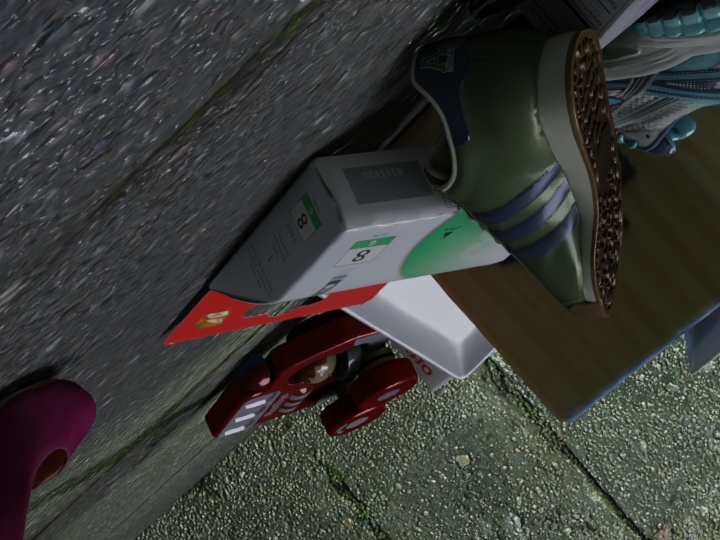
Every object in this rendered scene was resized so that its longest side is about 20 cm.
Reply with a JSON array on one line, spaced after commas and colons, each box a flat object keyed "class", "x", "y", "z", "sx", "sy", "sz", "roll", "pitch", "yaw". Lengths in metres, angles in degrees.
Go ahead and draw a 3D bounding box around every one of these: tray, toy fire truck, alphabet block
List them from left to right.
[{"class": "toy fire truck", "x": -0.052, "y": 0.098, "z": 1.551, "sx": 0.167, "sy": 0.113, "sz": 0.200, "roll": -18, "pitch": 164, "yaw": -29}, {"class": "tray", "x": 0.050, "y": 0.003, "z": 1.147, "sx": 0.107, "sy": 0.022, "sz": 0.200, "roll": -46, "pitch": 136, "yaw": 11}, {"class": "alphabet block", "x": 0.156, "y": -0.062, "z": 1.008, "sx": 0.196, "sy": 0.200, "sz": 0.195, "roll": -44, "pitch": 175, "yaw": 35}, {"class": "tray", "x": 0.240, "y": 0.012, "z": 1.009, "sx": 0.107, "sy": 0.022, "sz": 0.200, "roll": -43, "pitch": 176, "yaw": 10}]

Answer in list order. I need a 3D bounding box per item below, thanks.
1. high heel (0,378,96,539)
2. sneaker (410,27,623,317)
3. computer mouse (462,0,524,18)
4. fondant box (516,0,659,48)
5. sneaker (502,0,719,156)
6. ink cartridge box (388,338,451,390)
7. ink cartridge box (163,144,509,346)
[{"class": "high heel", "x": -0.149, "y": 0.113, "z": 0.676, "sx": 0.067, "sy": 0.096, "sz": 0.200, "roll": -43, "pitch": 176, "yaw": 28}, {"class": "sneaker", "x": 0.077, "y": -0.049, "z": 0.796, "sx": 0.201, "sy": 0.089, "sz": 0.068, "roll": 69, "pitch": 33, "yaw": -54}, {"class": "computer mouse", "x": 0.084, "y": -0.148, "z": 0.641, "sx": 0.058, "sy": 0.034, "sz": 0.200, "roll": -27, "pitch": 177, "yaw": -24}, {"class": "fondant box", "x": 0.158, "y": -0.186, "z": 0.704, "sx": 0.144, "sy": 0.058, "sz": 0.200, "roll": -40, "pitch": 177, "yaw": -23}, {"class": "sneaker", "x": 0.130, "y": -0.094, "z": 0.843, "sx": 0.199, "sy": 0.087, "sz": 0.078, "roll": -8, "pitch": -151, "yaw": 41}, {"class": "ink cartridge box", "x": 0.093, "y": 0.008, "z": 1.573, "sx": 0.084, "sy": 0.145, "sz": 0.200, "roll": -36, "pitch": 174, "yaw": -37}, {"class": "ink cartridge box", "x": 0.000, "y": 0.000, "z": 0.899, "sx": 0.160, "sy": 0.050, "sz": 0.200, "roll": -10, "pitch": 155, "yaw": -37}]
